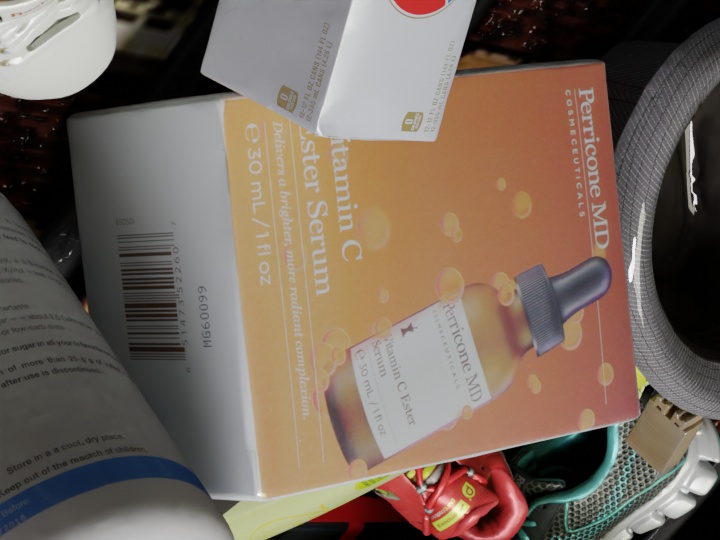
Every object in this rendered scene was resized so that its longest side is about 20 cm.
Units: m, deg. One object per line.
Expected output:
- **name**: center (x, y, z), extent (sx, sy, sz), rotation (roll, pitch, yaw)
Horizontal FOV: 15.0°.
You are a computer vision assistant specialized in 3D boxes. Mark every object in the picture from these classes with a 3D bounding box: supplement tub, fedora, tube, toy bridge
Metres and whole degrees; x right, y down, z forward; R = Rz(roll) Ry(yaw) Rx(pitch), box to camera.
- **supplement tub**: center (-0.145, 0.065, 1.005), extent (0.132, 0.200, 0.132), rotation (-25, 148, -17)
- **fedora**: center (0.150, -0.034, 1.252), extent (0.200, 0.090, 0.177), rotation (42, 75, -47)
- **tube**: center (-0.045, 0.101, 1.238), extent (0.199, 0.058, 0.052), rotation (-19, 125, 7)
- **toy bridge**: center (0.214, 0.038, 1.371), extent (0.200, 0.027, 0.067), rotation (-24, 150, -41)

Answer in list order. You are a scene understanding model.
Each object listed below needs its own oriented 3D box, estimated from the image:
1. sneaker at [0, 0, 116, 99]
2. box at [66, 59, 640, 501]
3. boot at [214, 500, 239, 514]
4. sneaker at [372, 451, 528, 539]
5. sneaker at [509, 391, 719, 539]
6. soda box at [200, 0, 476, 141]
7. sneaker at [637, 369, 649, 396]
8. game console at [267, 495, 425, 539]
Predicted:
- **sneaker**: center (-0.124, -0.098, 0.923), extent (0.073, 0.085, 0.200), rotation (-38, 151, -2)
- **box**: center (0.000, 0.000, 1.088), extent (0.199, 0.153, 0.106), rotation (-10, -176, -38)
- **boot**: center (-0.077, 0.062, 1.194), extent (0.199, 0.076, 0.074), rotation (-24, 139, -10)
- **sneaker**: center (0.030, 0.087, 1.326), extent (0.077, 0.085, 0.200), rotation (-44, 149, 10)
- **sneaker**: center (0.100, 0.133, 1.491), extent (0.200, 0.078, 0.091), rotation (-47, 132, 10)
- **soda box**: center (0.011, -0.149, 0.944), extent (0.064, 0.068, 0.201), rotation (-1, 113, -45)
- **sneaker**: center (0.123, 0.034, 1.337), extent (0.199, 0.077, 0.075), rotation (8, 159, -42)
- **game console**: center (-0.071, 0.187, 1.419), extent (0.200, 0.031, 0.177), rotation (-48, 154, 19)
